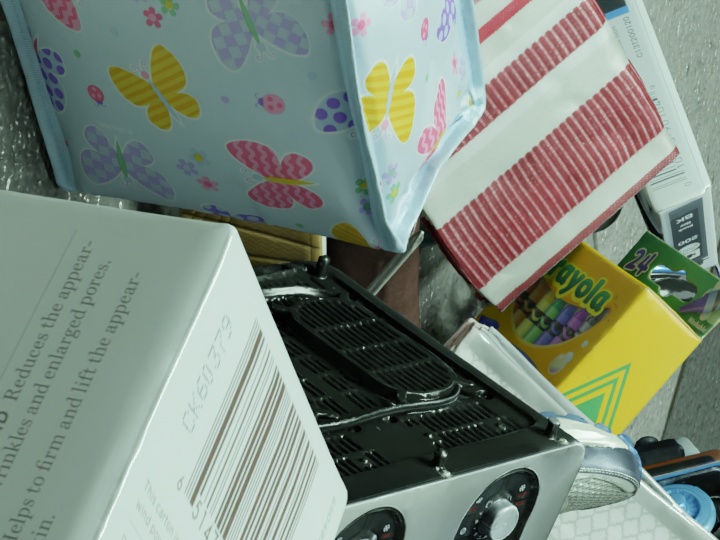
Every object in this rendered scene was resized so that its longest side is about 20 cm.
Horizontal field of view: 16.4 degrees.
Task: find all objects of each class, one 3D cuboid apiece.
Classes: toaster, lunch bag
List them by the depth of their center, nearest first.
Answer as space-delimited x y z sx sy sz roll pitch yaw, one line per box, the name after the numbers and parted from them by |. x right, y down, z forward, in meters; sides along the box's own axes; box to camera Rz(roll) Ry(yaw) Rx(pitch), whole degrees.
-0.048 -0.124 0.994 0.201 0.169 0.127 75 33 -42 | lunch bag
-0.041 0.081 1.032 0.180 0.200 0.119 -10 125 -46 | toaster

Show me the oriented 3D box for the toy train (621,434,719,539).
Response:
0.129 0.152 1.477 0.115 0.199 0.087 -107 -176 -50 | toy train

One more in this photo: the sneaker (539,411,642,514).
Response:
0.044 0.130 1.212 0.077 0.199 0.086 90 -13 -60 | sneaker

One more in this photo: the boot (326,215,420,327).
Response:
0.000 0.000 1.195 0.166 0.072 0.202 135 -51 -79 | boot

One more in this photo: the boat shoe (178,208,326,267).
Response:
-0.050 0.004 1.172 0.070 0.070 0.201 -73 173 -49 | boat shoe

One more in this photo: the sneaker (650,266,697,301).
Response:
0.132 0.051 1.507 0.199 0.071 0.083 -25 87 -24 | sneaker

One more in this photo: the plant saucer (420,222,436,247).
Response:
0.034 -0.112 1.393 0.070 0.019 0.202 -12 109 -66 | plant saucer

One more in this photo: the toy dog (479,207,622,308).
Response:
0.101 -0.069 1.463 0.132 0.096 0.200 -38 166 -15 | toy dog

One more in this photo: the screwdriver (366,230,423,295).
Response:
-0.028 0.047 1.151 0.200 0.028 0.029 -51 -167 26 | screwdriver

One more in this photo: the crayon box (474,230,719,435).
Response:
0.103 0.055 1.370 0.052 0.126 0.200 42 90 -25 | crayon box

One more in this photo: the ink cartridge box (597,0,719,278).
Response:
0.173 -0.100 1.556 0.200 0.043 0.199 57 14 -70 | ink cartridge box

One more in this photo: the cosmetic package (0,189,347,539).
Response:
-0.136 0.081 0.819 0.165 0.199 0.166 68 37 -50 | cosmetic package

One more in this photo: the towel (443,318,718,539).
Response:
0.067 0.157 1.279 0.191 0.200 0.032 -48 180 -6 | towel

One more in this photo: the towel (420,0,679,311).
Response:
0.075 -0.089 1.323 0.144 0.023 0.200 -40 125 -6 | towel
